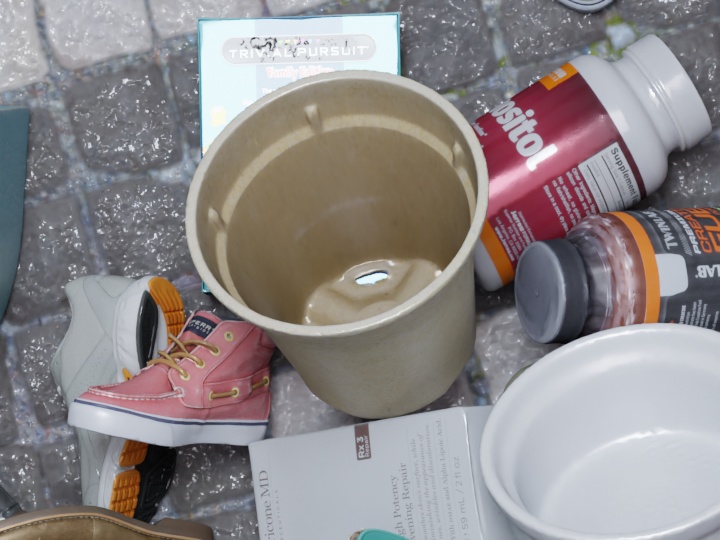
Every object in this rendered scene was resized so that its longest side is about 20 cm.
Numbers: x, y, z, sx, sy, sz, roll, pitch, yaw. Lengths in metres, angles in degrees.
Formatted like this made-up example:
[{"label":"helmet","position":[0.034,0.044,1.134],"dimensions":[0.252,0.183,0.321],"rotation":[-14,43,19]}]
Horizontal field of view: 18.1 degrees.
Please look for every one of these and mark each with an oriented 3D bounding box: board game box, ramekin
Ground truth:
[{"label":"board game box","position":[-0.042,-0.085,1.657],"dimensions":[0.150,0.047,0.202],"rotation":[-1,86,1]},{"label":"ramekin","position":[0.184,0.135,1.466],"dimensions":[0.199,0.201,0.098],"rotation":[-18,127,1]}]

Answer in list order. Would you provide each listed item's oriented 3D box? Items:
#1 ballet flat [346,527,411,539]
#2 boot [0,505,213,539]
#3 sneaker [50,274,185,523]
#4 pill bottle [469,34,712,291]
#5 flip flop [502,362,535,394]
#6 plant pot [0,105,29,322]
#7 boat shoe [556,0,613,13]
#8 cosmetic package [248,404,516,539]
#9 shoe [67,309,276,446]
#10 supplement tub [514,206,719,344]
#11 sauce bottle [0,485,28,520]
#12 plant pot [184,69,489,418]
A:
[{"label":"ballet flat","position":[0.062,0.238,1.502],"dimensions":[0.199,0.064,0.076],"rotation":[30,43,-17]},{"label":"boot","position":[-0.184,0.213,1.580],"dimensions":[0.199,0.074,0.076],"rotation":[10,57,-35]},{"label":"sneaker","position":[-0.186,0.098,1.648],"dimensions":[0.091,0.076,0.202],"rotation":[11,96,29]},{"label":"pill bottle","position":[0.146,-0.082,1.619],"dimensions":[0.199,0.113,0.113],"rotation":[-32,86,-1]},{"label":"flip flop","position":[0.192,0.093,1.598],"dimensions":[0.199,0.058,0.081],"rotation":[11,55,33]},{"label":"plant pot","position":[-0.342,-0.014,1.597],"dimensions":[0.194,0.196,0.202],"rotation":[-1,95,1]},{"label":"boat shoe","position":[0.125,-0.278,1.656],"dimensions":[0.072,0.062,0.201],"rotation":[-34,87,-1]},{"label":"cosmetic package","position":[0.020,0.155,1.576],"dimensions":[0.199,0.074,0.102],"rotation":[-14,80,36]},{"label":"shoe","position":[-0.128,0.072,1.581],"dimensions":[0.071,0.200,0.092],"rotation":[12,92,33]},{"label":"supplement tub","position":[0.210,0.010,1.580],"dimensions":[0.199,0.107,0.108],"rotation":[-4,86,-25]},{"label":"sauce bottle","position":[-0.223,0.225,1.634],"dimensions":[0.065,0.065,0.200],"rotation":[-42,88,-1]},{"label":"plant pot","position":[0.000,0.000,1.519],"dimensions":[0.199,0.184,0.202],"rotation":[-6,58,9]}]
